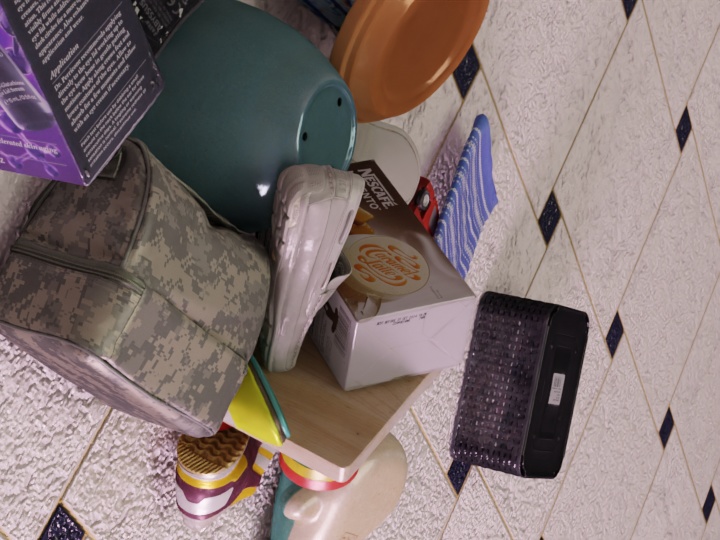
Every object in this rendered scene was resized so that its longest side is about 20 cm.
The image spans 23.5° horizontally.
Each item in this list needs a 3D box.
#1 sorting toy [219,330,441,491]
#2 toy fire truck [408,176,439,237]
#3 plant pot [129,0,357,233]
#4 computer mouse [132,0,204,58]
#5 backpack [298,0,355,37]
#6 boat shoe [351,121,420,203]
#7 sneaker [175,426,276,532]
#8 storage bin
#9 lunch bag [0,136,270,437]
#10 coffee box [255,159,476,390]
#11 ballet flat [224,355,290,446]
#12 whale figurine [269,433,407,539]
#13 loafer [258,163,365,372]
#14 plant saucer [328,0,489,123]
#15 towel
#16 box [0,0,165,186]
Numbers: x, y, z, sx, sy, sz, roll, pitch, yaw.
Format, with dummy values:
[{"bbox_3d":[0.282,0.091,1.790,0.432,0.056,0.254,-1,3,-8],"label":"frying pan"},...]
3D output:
[{"bbox_3d":[-0.052,0.093,1.478,0.199,0.199,0.070,-44,153,-46],"label":"sorting toy"},{"bbox_3d":[0.032,0.020,1.745,0.201,0.048,0.142,-63,149,-31],"label":"toy fire truck"},{"bbox_3d":[-0.082,-0.117,1.402,0.200,0.134,0.202,-28,123,-55],"label":"plant pot"},{"bbox_3d":[-0.174,-0.213,1.294,0.200,0.052,0.139,-53,133,-28],"label":"computer mouse"},{"bbox_3d":[0.004,-0.284,1.514,0.199,0.153,0.164,28,95,-48],"label":"backpack"},{"bbox_3d":[-0.008,-0.108,1.616,0.200,0.061,0.076,21,83,-59],"label":"boat shoe"},{"bbox_3d":[-0.104,0.145,1.532,0.200,0.074,0.091,-44,152,-47],"label":"sneaker"},{"bbox_3d":[0.189,0.135,2.025,0.135,0.093,0.202,14,88,-61],"label":"storage bin"},{"bbox_3d":[-0.160,0.011,1.289,0.200,0.138,0.169,43,68,-51],"label":"lunch bag"},{"bbox_3d":[0.000,0.000,1.483,0.113,0.200,0.080,-10,132,-24],"label":"coffee box"},{"bbox_3d":[-0.111,0.076,1.388,0.201,0.066,0.067,-115,-175,-45],"label":"ballet flat"},{"bbox_3d":[-0.045,0.223,1.651,0.201,0.104,0.159,-54,151,4],"label":"whale figurine"},{"bbox_3d":[-0.041,0.003,1.375,0.070,0.069,0.201,-106,-157,-44],"label":"loafer"},{"bbox_3d":[0.050,-0.209,1.505,0.200,0.037,0.201,-42,157,-22],"label":"plant saucer"},{"bbox_3d":[0.110,-0.049,1.838,0.145,0.024,0.201,81,24,-51],"label":"towel"},{"bbox_3d":[-0.234,-0.168,1.096,0.105,0.147,0.201,-57,144,-33],"label":"box"}]
